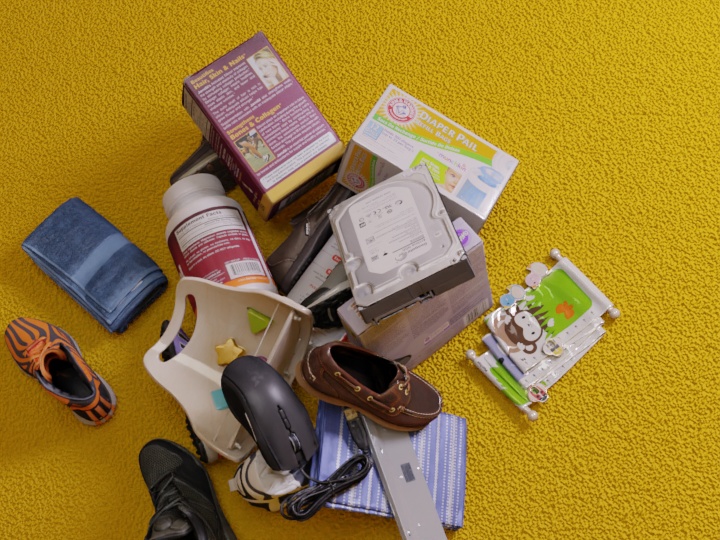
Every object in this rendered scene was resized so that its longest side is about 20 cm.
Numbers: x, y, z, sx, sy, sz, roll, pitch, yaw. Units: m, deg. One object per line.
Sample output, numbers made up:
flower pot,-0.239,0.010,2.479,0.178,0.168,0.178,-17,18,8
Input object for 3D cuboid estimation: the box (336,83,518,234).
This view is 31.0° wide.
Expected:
box,0.084,-0.129,1.671,0.199,0.102,0.113,31,59,4

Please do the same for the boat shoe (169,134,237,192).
boat shoe,-0.183,-0.169,1.799,0.199,0.075,0.073,-34,55,-16

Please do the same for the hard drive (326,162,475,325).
hard drive,0.043,-0.034,1.518,0.139,0.038,0.201,-26,40,7

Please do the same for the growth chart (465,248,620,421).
growth chart,0.227,0.076,1.641,0.144,0.018,0.200,38,76,23

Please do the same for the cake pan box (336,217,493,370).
cake pan box,0.075,0.044,1.588,0.199,0.185,0.052,-37,65,-7

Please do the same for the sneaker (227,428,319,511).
sneaker,-0.074,0.242,1.587,0.198,0.129,0.080,-15,83,-36

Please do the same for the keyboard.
keyboard,0.049,0.242,1.536,0.056,0.011,0.202,-10,73,-34

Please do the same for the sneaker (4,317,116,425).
sneaker,-0.399,0.111,1.677,0.199,0.112,0.078,35,75,22

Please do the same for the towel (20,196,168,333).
towel,-0.361,-0.011,1.762,0.199,0.049,0.112,38,76,23

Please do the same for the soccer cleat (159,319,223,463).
soccer cleat,-0.202,0.148,1.661,0.072,0.068,0.201,-17,63,-17

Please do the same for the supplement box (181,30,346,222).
supplement box,-0.129,-0.188,1.709,0.130,0.103,0.201,-34,86,-14

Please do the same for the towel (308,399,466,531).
towel,0.035,0.227,1.553,0.198,0.024,0.146,14,64,-19

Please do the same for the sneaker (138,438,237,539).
sneaker,-0.225,0.281,1.569,0.076,0.114,0.200,-37,63,10

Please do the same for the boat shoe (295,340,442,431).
boat shoe,0.023,0.134,1.516,0.070,0.198,0.071,-41,43,40

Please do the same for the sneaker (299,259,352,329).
sneaker,0.000,0.000,1.623,0.199,0.074,0.079,-37,58,-15

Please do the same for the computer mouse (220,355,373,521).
computer mouse,-0.064,0.172,1.488,0.139,0.046,0.201,-23,79,-28

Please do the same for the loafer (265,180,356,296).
loafer,-0.062,-0.063,1.720,0.071,0.073,0.201,30,73,21

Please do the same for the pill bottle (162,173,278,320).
pill bottle,-0.189,-0.022,1.702,0.112,0.113,0.201,-24,63,-2

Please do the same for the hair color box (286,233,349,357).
hair color box,-0.028,0.034,1.678,0.101,0.061,0.201,32,76,20

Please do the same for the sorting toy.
sorting toy,-0.170,0.100,1.587,0.179,0.107,0.202,27,93,11
